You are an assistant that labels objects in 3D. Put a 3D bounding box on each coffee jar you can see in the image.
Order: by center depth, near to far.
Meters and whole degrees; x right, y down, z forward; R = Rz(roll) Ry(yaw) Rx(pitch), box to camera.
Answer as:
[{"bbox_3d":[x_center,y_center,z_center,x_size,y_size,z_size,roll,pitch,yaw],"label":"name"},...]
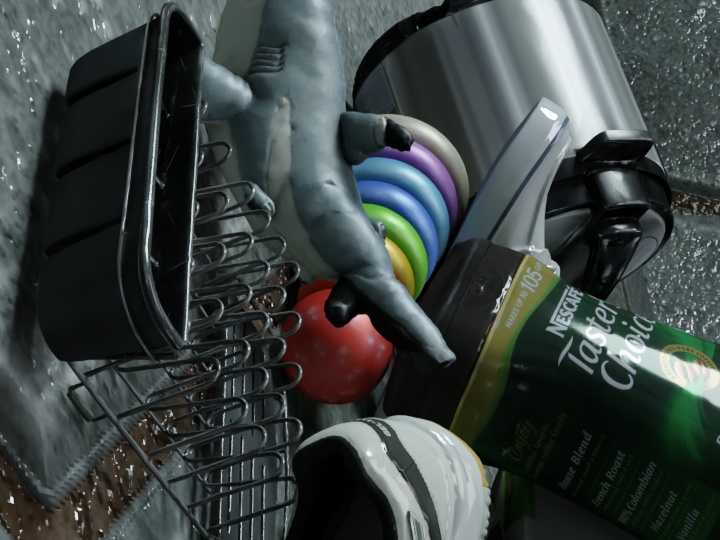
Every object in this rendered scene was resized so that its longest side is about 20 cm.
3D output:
[{"bbox_3d":[0.114,0.064,0.797,0.086,0.198,0.105,107,9,-45],"label":"coffee jar"}]

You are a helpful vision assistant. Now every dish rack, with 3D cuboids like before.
[{"bbox_3d":[-0.057,0.021,0.634,0.201,0.054,0.154,62,20,-43],"label":"dish rack"}]

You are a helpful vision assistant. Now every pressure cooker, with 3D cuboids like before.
[{"bbox_3d":[0.096,-0.053,1.039,0.176,0.177,0.202,50,20,-65],"label":"pressure cooker"}]

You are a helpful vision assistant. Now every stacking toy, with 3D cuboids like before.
[{"bbox_3d":[0.000,0.000,0.857,0.201,0.084,0.086,-68,142,-56],"label":"stacking toy"}]

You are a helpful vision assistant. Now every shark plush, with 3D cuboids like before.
[{"bbox_3d":[-0.017,-0.049,0.721,0.091,0.083,0.201,46,16,-57],"label":"shark plush"}]

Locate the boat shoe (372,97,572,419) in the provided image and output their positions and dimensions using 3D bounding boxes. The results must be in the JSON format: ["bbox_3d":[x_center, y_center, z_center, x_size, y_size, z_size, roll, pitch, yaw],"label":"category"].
[{"bbox_3d":[0.076,0.007,0.917,0.202,0.065,0.074,-65,177,13],"label":"boat shoe"}]

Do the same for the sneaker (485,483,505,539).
[{"bbox_3d":[0.022,0.111,0.811,0.200,0.075,0.077,-40,115,-76],"label":"sneaker"}]

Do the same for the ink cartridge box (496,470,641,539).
[{"bbox_3d":[0.107,0.192,0.880,0.147,0.083,0.201,-88,-175,-46],"label":"ink cartridge box"}]

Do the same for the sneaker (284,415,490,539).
[{"bbox_3d":[-0.012,0.150,0.603,0.087,0.075,0.202,19,77,-57],"label":"sneaker"}]

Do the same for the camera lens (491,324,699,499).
[{"bbox_3d":[0.164,0.141,1.053,0.201,0.158,0.161,97,-11,-57],"label":"camera lens"}]
